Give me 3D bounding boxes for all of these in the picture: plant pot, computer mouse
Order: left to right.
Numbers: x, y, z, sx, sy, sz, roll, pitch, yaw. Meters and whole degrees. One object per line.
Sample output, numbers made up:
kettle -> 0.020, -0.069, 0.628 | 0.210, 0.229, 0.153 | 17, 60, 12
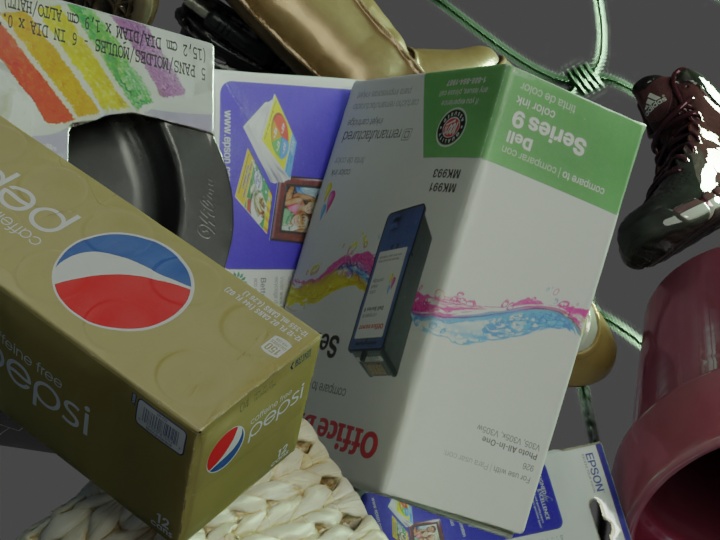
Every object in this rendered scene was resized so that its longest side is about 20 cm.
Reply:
computer mouse -> -0.070, -0.063, 0.906 | 0.138, 0.053, 0.200 | 38, 50, -16
plant pot -> 0.242, 0.088, 0.983 | 0.200, 0.200, 0.179 | 26, 39, -24

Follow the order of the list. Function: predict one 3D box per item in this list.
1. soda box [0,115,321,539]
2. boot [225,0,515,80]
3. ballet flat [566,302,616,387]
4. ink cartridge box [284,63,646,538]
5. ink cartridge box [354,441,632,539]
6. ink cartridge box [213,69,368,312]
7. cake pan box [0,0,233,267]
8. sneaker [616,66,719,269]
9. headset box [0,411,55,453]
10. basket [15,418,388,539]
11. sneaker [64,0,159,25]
soda box -> -0.115, 0.008, 0.606 | 0.200, 0.064, 0.068 | 34, 45, 20
boot -> -0.006, -0.158, 0.978 | 0.200, 0.066, 0.175 | 48, 29, -3
ballet flat -> 0.088, 0.022, 0.973 | 0.200, 0.063, 0.069 | 16, 57, -30
ink cartridge box -> 0.036, 0.012, 0.786 | 0.087, 0.145, 0.200 | 19, 85, -28
ink cartridge box -> 0.054, 0.156, 0.878 | 0.200, 0.039, 0.100 | -6, 70, -27
ink cartridge box -> 0.000, 0.000, 0.873 | 0.200, 0.043, 0.198 | 1, 92, -29
cake pan box -> -0.154, -0.036, 0.731 | 0.200, 0.052, 0.184 | 14, 63, -30
sneaker -> 0.206, -0.076, 1.113 | 0.200, 0.076, 0.116 | -22, 76, -52
headset box -> -0.213, -0.008, 0.758 | 0.200, 0.075, 0.149 | 14, 61, -30
basket -> -0.085, 0.159, 0.673 | 0.136, 0.200, 0.123 | -6, 64, -58
sneaker -> -0.140, -0.212, 0.914 | 0.076, 0.070, 0.200 | 3, 61, -54
